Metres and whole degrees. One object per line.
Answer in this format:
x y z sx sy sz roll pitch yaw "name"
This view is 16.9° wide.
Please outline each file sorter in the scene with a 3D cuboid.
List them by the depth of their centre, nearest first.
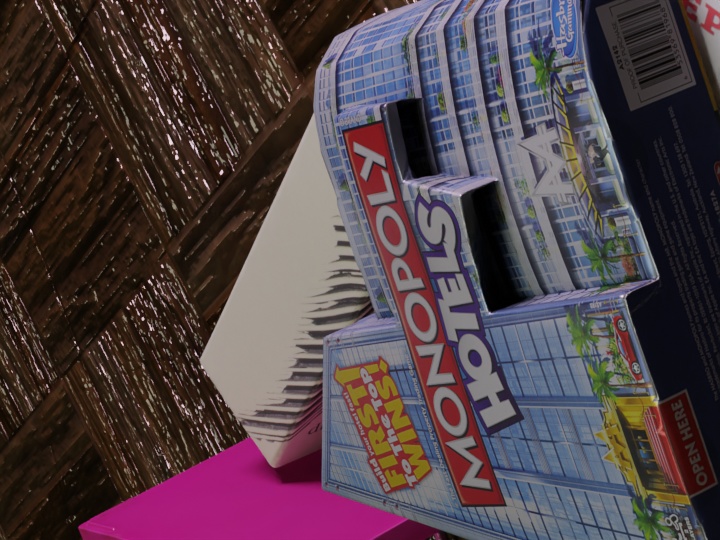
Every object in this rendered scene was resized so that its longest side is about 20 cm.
-0.008 0.153 1.108 0.200 0.139 0.126 2 114 57 "file sorter"

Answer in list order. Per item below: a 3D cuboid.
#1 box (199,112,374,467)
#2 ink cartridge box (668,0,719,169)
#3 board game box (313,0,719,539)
0.000 0.000 1.053 0.068 0.082 0.200 54 148 19 "box"
0.109 -0.043 0.794 0.148 0.086 0.200 43 139 33 "ink cartridge box"
0.044 0.010 0.785 0.200 0.062 0.200 -11 100 56 "board game box"
